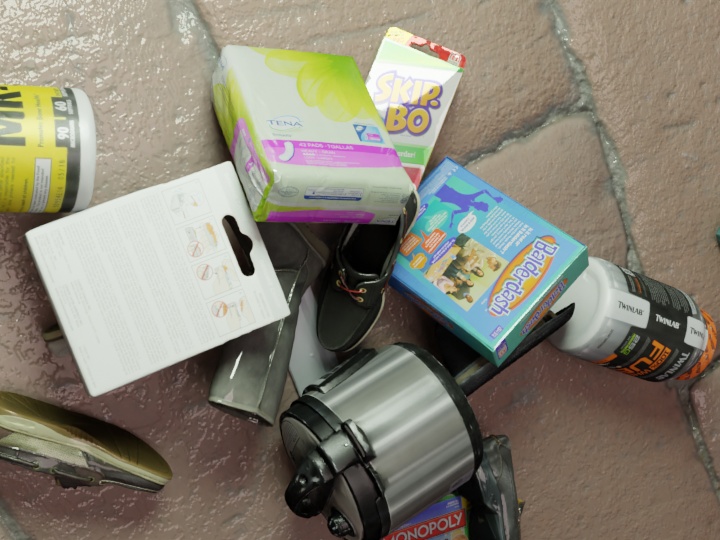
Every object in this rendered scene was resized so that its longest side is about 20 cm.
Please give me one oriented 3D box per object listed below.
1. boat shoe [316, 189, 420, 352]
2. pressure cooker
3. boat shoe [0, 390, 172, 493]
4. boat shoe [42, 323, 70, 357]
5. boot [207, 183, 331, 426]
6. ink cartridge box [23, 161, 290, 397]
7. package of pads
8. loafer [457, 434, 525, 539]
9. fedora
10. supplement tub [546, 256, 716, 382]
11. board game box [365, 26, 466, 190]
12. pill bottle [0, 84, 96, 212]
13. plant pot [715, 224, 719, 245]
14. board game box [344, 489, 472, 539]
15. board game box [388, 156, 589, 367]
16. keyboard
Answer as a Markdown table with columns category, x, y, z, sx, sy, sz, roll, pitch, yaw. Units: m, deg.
| category | x | y | z | sx | sy | sz | roll | pitch | yaw |
| --- | --- | --- | --- | --- | --- | --- | --- | --- | --- |
| boat shoe | -0.002 | -0.001 | 1.085 | 0.074 | 0.063 | 0.202 | 29 | 109 | 14 |
| pressure cooker | 0.008 | 0.190 | 1.096 | 0.200 | 0.178 | 0.176 | -30 | 119 | -22 |
| boat shoe | -0.282 | 0.180 | 1.019 | 0.200 | 0.073 | 0.065 | 29 | 97 | -24 |
| boat shoe | -0.208 | 0.057 | 1.025 | 0.199 | 0.075 | 0.069 | -17 | 101 | -24 |
| boot | -0.111 | 0.037 | 1.024 | 0.182 | 0.072 | 0.201 | 40 | 69 | -45 |
| ink cartridge box | -0.187 | 0.006 | 0.963 | 0.199 | 0.047 | 0.161 | -22 | 91 | -17 |
| package of pads | -0.055 | -0.132 | 1.007 | 0.154 | 0.200 | 0.068 | 0 | 138 | -27 |
| loafer | 0.169 | 0.290 | 1.229 | 0.072 | 0.073 | 0.201 | -23 | 109 | -27 |
| fedora | 0.146 | 0.067 | 1.176 | 0.200 | 0.201 | 0.092 | -33 | 79 | -18 |
| supplement tub | 0.333 | 0.066 | 1.271 | 0.199 | 0.122 | 0.123 | 18 | 91 | -27 |
| board game box | 0.038 | -0.157 | 1.116 | 0.095 | 0.030 | 0.201 | 21 | 87 | -1 |
| pill bottle | -0.341 | -0.107 | 0.905 | 0.199 | 0.114 | 0.115 | -2 | 100 | -27 |
| plant pot | 0.585 | -0.062 | 1.368 | 0.200 | 0.141 | 0.141 | -37 | 113 | -9 |
| board game box | 0.078 | 0.340 | 1.247 | 0.199 | 0.029 | 0.135 | -12 | 105 | -24 |
| board game box | 0.119 | -0.014 | 1.113 | 0.152 | 0.200 | 0.045 | -45 | 149 | -12 |
| keyboard | -0.073 | 0.043 | 1.128 | 0.056 | 0.011 | 0.201 | -25 | 109 | -15 |
